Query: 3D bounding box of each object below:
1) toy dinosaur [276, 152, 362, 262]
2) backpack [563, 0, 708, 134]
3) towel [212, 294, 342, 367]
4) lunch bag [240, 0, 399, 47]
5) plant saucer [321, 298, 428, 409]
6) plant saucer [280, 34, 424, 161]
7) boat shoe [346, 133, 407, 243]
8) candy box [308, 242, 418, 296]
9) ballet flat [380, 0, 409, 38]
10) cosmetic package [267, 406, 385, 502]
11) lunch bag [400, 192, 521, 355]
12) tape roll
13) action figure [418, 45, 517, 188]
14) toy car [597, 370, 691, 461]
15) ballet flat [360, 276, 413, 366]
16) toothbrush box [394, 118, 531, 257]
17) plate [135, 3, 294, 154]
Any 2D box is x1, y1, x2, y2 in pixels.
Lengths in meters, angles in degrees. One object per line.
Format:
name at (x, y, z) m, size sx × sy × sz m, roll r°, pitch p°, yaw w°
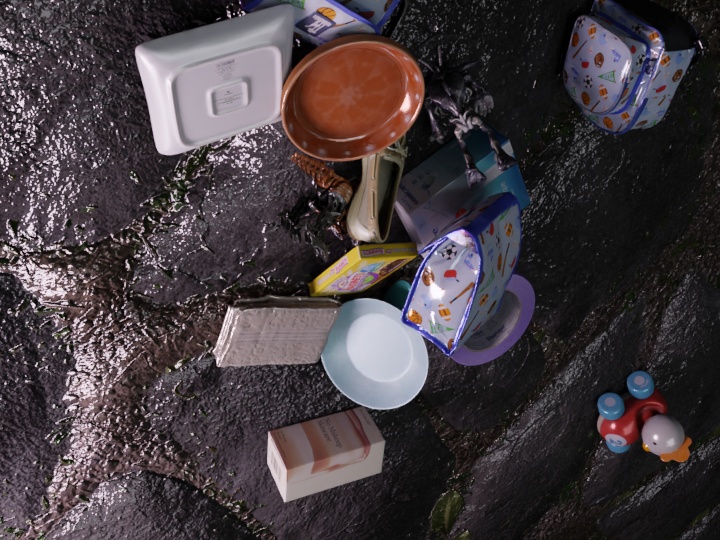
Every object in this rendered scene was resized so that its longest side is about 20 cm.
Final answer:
toy dinosaur at (-0.052, -0.099, 1.172) m, size 0.136 × 0.102 × 0.200 m, roll -49°, pitch 115°, yaw -11°
backpack at (0.411, -0.313, 1.220) m, size 0.151 × 0.201 × 0.193 m, roll -15°, pitch 135°, yaw -14°
towel at (-0.136, 0.100, 1.273) m, size 0.197 × 0.035 × 0.134 m, roll 3°, pitch 129°, yaw -32°
lunch bag at (-0.033, -0.372, 0.960) m, size 0.168 × 0.125 × 0.200 m, roll 16°, pitch 128°, yaw -37°
plant saucer at (0.027, 0.138, 1.336) m, size 0.039 × 0.198 × 0.204 m, roll -38°, pitch 151°, yaw -61°
plant saucer at (-0.011, -0.230, 1.044) m, size 0.196 × 0.033 × 0.202 m, roll -12°, pitch 143°, yaw -9°
boat shoe at (0.037, -0.141, 1.153) m, size 0.073 × 0.062 × 0.204 m, roll 25°, pitch 81°, yaw -48°
candy box at (0.000, 0.000, 1.214) m, size 0.100 × 0.027 × 0.200 m, roll -2°, pitch 164°, yaw -26°
ballet flat at (0.025, -0.324, 1.064) m, size 0.066 × 0.057 × 0.202 m, roll 15°, pitch 113°, yaw -37°
cosmetic package at (-0.064, 0.335, 1.439) m, size 0.196 × 0.104 × 0.089 m, roll -11°, pitch 128°, yaw -25°
lunch bag at (0.160, -0.009, 1.168) m, size 0.170 × 0.123 × 0.203 m, roll -37°, pitch 152°, yaw -48°
tape roll at (0.227, 0.077, 1.455) m, size 0.196 × 0.066 × 0.203 m, roll -15°, pitch 128°, yaw -20°
action figure at (0.150, -0.228, 1.166) m, size 0.117 × 0.203 × 0.102 m, roll -27°, pitch 176°, yaw 8°
toy car at (0.681, 0.382, 1.842) m, size 0.175 × 0.200 × 0.186 m, roll -32°, pitch 132°, yaw -6°
ballet flat at (0.059, 0.090, 1.374) m, size 0.075 × 0.068 × 0.202 m, roll -5°, pitch 132°, yaw -47°
toothbrush box at (0.160, -0.120, 1.267) m, size 0.198 × 0.086 × 0.147 m, roll -35°, pitch 133°, yaw -3°
plate at (-0.170, -0.227, 0.981) m, size 0.196 × 0.033 × 0.201 m, roll -20°, pitch 155°, yaw -16°
